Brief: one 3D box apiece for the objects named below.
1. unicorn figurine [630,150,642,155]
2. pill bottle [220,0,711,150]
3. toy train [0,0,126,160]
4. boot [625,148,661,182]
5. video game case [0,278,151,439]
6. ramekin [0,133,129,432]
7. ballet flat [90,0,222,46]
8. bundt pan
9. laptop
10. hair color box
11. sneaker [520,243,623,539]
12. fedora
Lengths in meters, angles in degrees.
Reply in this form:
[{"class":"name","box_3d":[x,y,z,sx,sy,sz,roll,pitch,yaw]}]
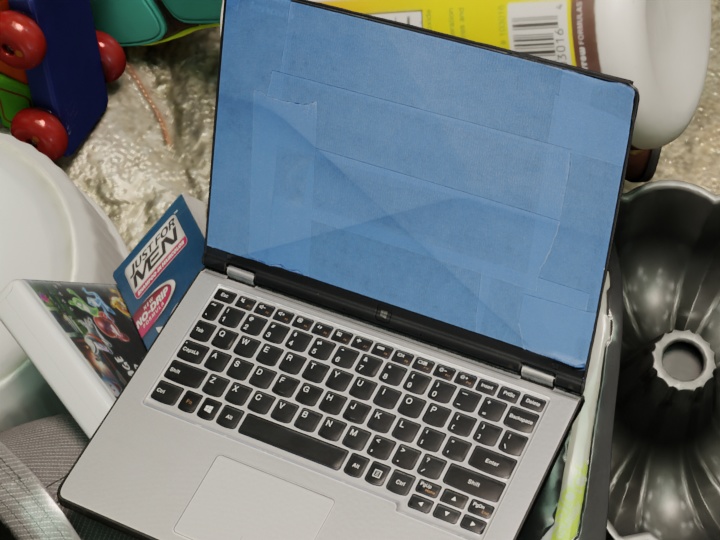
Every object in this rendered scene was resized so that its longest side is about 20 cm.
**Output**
[{"class":"unicorn figurine","box_3d":[0.078,-0.095,0.743,0.199,0.074,0.138,-31,54,-7]},{"class":"pill bottle","box_3d":[0.041,-0.105,0.665,0.198,0.109,0.110,2,64,30]},{"class":"toy train","box_3d":[-0.203,-0.158,0.831,0.115,0.201,0.085,18,53,15]},{"class":"boot","box_3d":[0.048,-0.106,0.827,0.198,0.069,0.189,-1,39,-19]},{"class":"video game case","box_3d":[-0.066,0.085,0.749,0.023,0.182,0.200,-45,72,15]},{"class":"ramekin","box_3d":[-0.218,0.015,0.813,0.200,0.094,0.204,1,67,-1]},{"class":"ballet flat","box_3d":[-0.104,-0.168,0.876,0.199,0.067,0.067,4,44,43]},{"class":"bundt pan","box_3d":[0.163,0.059,0.810,0.200,0.076,0.204,0,66,0]},{"class":"laptop","box_3d":[-0.011,0.015,0.608,0.186,0.116,0.201,18,60,24]},{"class":"hair color box","box_3d":[-0.035,0.059,0.731,0.061,0.100,0.200,-47,48,17]},{"class":"sneaker","box_3d":[0.078,0.066,0.726,0.082,0.072,0.202,5,70,9]},{"class":"fedora","box_3d":[-0.148,0.140,0.733,0.177,0.201,0.090,40,47,21]}]
